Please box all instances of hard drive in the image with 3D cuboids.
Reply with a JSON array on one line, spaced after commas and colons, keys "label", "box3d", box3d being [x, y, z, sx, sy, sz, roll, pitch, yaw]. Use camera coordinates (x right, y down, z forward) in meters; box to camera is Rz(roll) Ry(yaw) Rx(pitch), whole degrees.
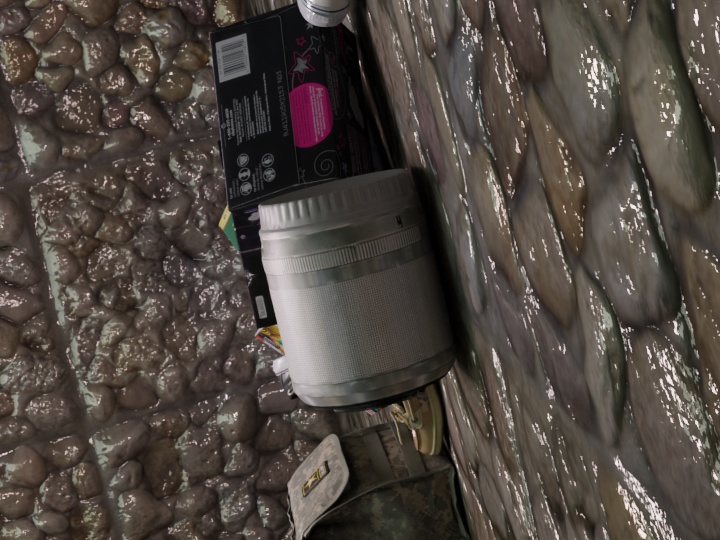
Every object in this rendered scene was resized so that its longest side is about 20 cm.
[{"label": "hard drive", "box3d": [-0.135, -0.048, 1.730, 0.140, 0.037, 0.201, 82, 173, -46]}]

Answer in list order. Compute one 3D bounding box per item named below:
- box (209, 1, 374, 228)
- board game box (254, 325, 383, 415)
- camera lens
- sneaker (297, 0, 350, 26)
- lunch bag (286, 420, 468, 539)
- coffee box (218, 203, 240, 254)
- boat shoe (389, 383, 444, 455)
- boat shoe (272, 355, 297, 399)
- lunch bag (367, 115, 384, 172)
[{"label": "box", "box3d": [-0.070, -0.155, 1.471, 0.115, 0.131, 0.202, 30, -131, -63]}, {"label": "board game box", "box3d": [-0.040, 0.117, 1.896, 0.199, 0.035, 0.126, 34, 159, -5]}, {"label": "camera lens", "box3d": [-0.003, 0.020, 1.316, 0.160, 0.158, 0.202, -136, 32, -81]}, {"label": "sneaker", "box3d": [-0.045, -0.336, 1.433, 0.071, 0.072, 0.201, 111, 147, -46]}, {"label": "lunch bag", "box3d": [0.007, 0.262, 1.663, 0.164, 0.198, 0.119, -116, 13, -72]}, {"label": "coffee box", "box3d": [-0.117, -0.063, 1.858, 0.124, 0.044, 0.200, -64, 34, 19]}, {"label": "boat shoe", "box3d": [0.050, 0.121, 1.568, 0.073, 0.062, 0.202, -114, 11, -62]}, {"label": "boat shoe", "box3d": [-0.023, 0.113, 1.775, 0.070, 0.199, 0.067, -9, -102, -63]}, {"label": "lunch bag", "box3d": [-0.004, -0.078, 1.581, 0.161, 0.075, 0.201, 87, 168, -55]}]
